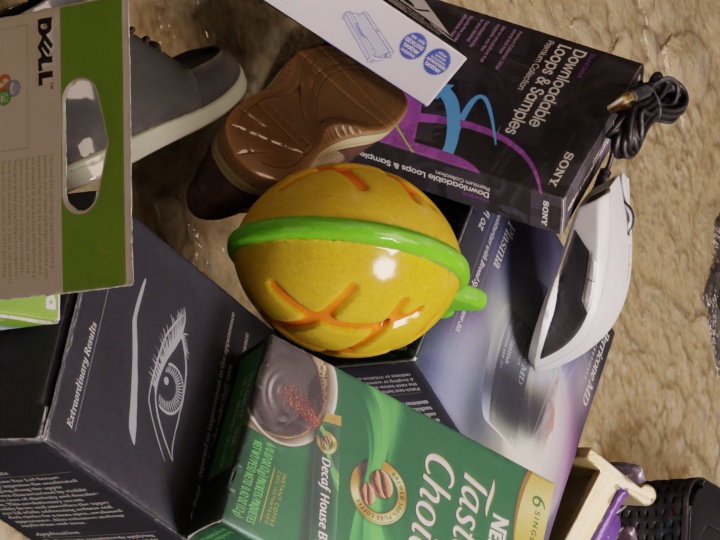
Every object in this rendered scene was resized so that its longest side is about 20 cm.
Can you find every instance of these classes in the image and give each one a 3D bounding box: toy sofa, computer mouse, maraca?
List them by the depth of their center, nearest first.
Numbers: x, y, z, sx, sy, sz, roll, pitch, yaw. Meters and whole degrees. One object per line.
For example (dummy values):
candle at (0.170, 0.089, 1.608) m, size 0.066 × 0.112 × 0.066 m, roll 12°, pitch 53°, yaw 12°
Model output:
maraca at (0.000, 0.000, 1.573) m, size 0.200 × 0.136 × 0.108 m, roll 39°, pitch 57°, yaw -67°
computer mouse at (0.157, -0.023, 1.720) m, size 0.110 × 0.044 × 0.201 m, roll -35°, pitch 144°, yaw -68°
toy sofa at (0.122, 0.222, 1.820) m, size 0.097 × 0.083 × 0.201 m, roll 38°, pitch 68°, yaw -23°

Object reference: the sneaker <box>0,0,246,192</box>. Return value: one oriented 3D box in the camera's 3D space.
sneaker at (-0.136, -0.121, 1.556) m, size 0.200 × 0.074 × 0.107 m, roll -38°, pitch 109°, yaw -58°

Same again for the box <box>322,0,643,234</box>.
box at (0.065, -0.108, 1.753) m, size 0.036 × 0.199 × 0.143 m, roll 93°, pitch 22°, yaw -47°

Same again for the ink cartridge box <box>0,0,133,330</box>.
ink cartridge box at (-0.173, -0.047, 1.365) m, size 0.076 × 0.199 × 0.149 m, roll 12°, pitch 75°, yaw -56°

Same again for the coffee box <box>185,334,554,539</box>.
coffee box at (0.010, 0.131, 1.497) m, size 0.199 × 0.044 × 0.123 m, roll 30°, pitch 56°, yaw -21°

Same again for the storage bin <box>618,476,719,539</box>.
storage bin at (0.232, 0.266, 2.045) m, size 0.135 × 0.093 × 0.201 m, roll 31°, pitch 58°, yaw -52°

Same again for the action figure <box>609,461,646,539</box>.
action figure at (0.131, 0.209, 1.922) m, size 0.200 × 0.069 × 0.131 m, roll -40°, pitch 126°, yaw -49°

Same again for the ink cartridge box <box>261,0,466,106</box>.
ink cartridge box at (-0.032, -0.182, 1.669) m, size 0.200 × 0.044 × 0.094 m, roll 30°, pitch 17°, yaw -33°

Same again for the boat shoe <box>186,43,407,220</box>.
boat shoe at (-0.041, -0.078, 1.647) m, size 0.072 × 0.072 × 0.200 m, roll 45°, pitch 34°, yaw 3°

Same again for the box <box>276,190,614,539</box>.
box at (0.058, 0.053, 1.785) m, size 0.199 × 0.123 × 0.201 m, roll 57°, pitch 41°, yaw -37°

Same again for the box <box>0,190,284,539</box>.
box at (-0.139, 0.069, 1.487) m, size 0.200 × 0.104 × 0.149 m, roll 42°, pitch 50°, yaw -45°
